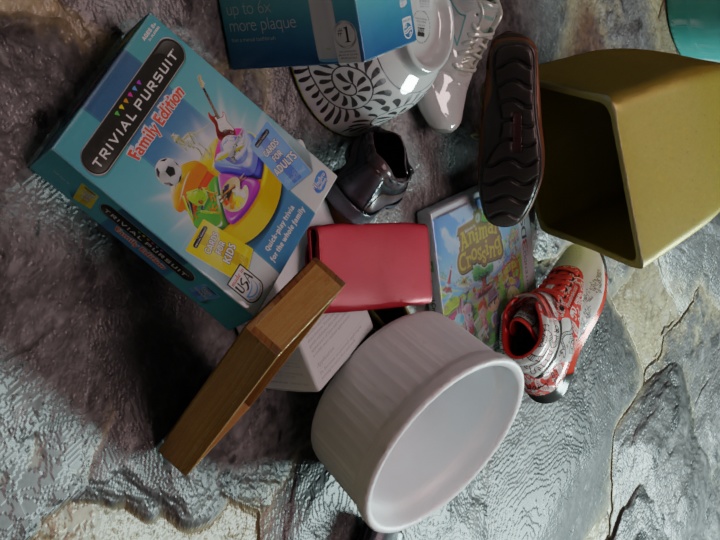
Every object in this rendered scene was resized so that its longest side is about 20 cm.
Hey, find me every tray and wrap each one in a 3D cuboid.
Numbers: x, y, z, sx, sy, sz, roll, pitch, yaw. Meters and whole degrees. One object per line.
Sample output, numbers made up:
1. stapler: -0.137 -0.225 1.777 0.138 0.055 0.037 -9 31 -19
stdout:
1. tray: -0.090 0.079 1.239 0.037 0.200 0.099 41 47 2

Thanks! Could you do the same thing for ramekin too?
1. ramekin: 0.048 0.134 1.436 0.200 0.098 0.201 -34 147 -26

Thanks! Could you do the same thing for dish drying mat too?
1. dish drying mat: 0.010 -0.004 1.388 0.199 0.018 0.078 -3 89 -60

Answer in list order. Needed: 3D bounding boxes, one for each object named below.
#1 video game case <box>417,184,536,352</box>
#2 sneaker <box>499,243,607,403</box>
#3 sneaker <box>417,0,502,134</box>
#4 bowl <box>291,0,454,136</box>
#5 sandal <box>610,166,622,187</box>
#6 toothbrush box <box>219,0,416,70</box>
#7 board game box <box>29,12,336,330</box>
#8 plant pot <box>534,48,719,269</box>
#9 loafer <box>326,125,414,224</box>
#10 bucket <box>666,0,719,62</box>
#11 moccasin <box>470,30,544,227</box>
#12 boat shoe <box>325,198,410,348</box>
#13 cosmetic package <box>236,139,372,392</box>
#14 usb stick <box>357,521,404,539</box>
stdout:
1. video game case: 0.131 0.002 1.672 0.200 0.022 0.184 -25 112 -51
2. sneaker: 0.213 0.036 1.716 0.108 0.067 0.203 48 56 -48
3. sneaker: 0.098 -0.238 1.564 0.070 0.080 0.202 1 93 -56
4. bowl: 0.027 -0.226 1.451 0.200 0.094 0.203 -6 98 -55
5. sandal: 0.319 -0.161 1.884 0.087 0.079 0.201 48 56 -49
6. toothbrush box: -0.047 -0.277 1.300 0.085 0.145 0.202 -29 116 -50
7. board game box: -0.132 -0.076 1.206 0.200 0.047 0.152 40 56 -18
8. plant pot: 0.311 -0.146 1.708 0.199 0.195 0.196 -24 114 -20
9. loafer: 0.022 -0.096 1.418 0.072 0.063 0.200 45 21 -4
10. bucket: 0.507 -0.367 2.083 0.206 0.134 0.209 -6 98 -54
11. moccasin: 0.151 -0.146 1.618 0.078 0.073 0.203 -85 169 -74
12. boat shoe: 0.000 0.000 1.448 0.072 0.068 0.201 -58 135 -34
13. cosmetic package: -0.069 -0.003 1.350 0.102 0.074 0.201 -47 127 -42
14. usb stick: -0.005 0.332 1.491 0.055 0.032 0.201 46 56 -46
